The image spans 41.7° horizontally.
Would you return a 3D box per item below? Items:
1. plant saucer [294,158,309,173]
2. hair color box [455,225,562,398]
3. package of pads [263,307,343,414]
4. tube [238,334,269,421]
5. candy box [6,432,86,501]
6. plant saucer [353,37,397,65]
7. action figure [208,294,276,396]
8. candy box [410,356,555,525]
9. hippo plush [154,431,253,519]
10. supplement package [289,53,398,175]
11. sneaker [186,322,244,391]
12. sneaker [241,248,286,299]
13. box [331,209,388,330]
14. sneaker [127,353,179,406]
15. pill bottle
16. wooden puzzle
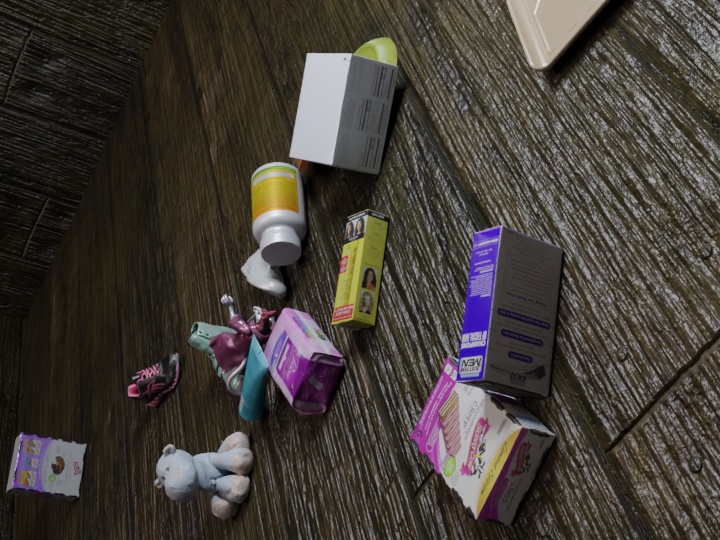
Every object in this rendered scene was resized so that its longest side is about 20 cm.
[{"bbox_3d":[-0.097,-0.297,1.916,0.200,0.032,0.201,-162,90,-83],"label":"plant saucer"},{"bbox_3d":[0.193,0.056,1.214,0.065,0.109,0.201,-17,60,57],"label":"hair color box"},{"bbox_3d":[-0.109,0.163,1.722,0.200,0.075,0.121,45,118,59],"label":"package of pads"},{"bbox_3d":[-0.201,0.213,1.809,0.078,0.050,0.200,54,149,31],"label":"tube"},{"bbox_3d":[-0.934,0.588,2.815,0.071,0.199,0.168,-36,45,48],"label":"candy box"},{"bbox_3d":[0.004,-0.367,1.854,0.200,0.031,0.201,-38,44,47],"label":"plant saucer"},{"bbox_3d":[-0.230,0.142,1.888,0.200,0.134,0.149,-45,40,45],"label":"action figure"},{"bbox_3d":[0.154,0.220,1.244,0.137,0.061,0.200,-66,30,11],"label":"candy box"},{"bbox_3d":[-0.317,0.386,1.878,0.160,0.160,0.200,-66,30,13],"label":"hippo plush"},{"bbox_3d":[-0.033,-0.292,1.749,0.156,0.111,0.201,19,100,54],"label":"supplement package"},{"bbox_3d":[-0.313,0.188,2.024,0.074,0.118,0.201,-58,33,22],"label":"sneaker"},{"bbox_3d":[-0.193,-0.006,1.974,0.089,0.075,0.200,-58,29,3],"label":"sneaker"},{"bbox_3d":[0.000,0.000,1.643,0.075,0.050,0.201,-16,62,56],"label":"box"},{"bbox_3d":[-0.522,0.272,2.373,0.200,0.095,0.079,-49,35,34],"label":"sneaker"},{"bbox_3d":[-0.167,-0.113,1.933,0.111,0.111,0.201,-45,39,41],"label":"pill bottle"},{"bbox_3d":[0.303,-0.404,1.348,0.200,0.037,0.186,-44,39,35],"label":"wooden puzzle"}]
